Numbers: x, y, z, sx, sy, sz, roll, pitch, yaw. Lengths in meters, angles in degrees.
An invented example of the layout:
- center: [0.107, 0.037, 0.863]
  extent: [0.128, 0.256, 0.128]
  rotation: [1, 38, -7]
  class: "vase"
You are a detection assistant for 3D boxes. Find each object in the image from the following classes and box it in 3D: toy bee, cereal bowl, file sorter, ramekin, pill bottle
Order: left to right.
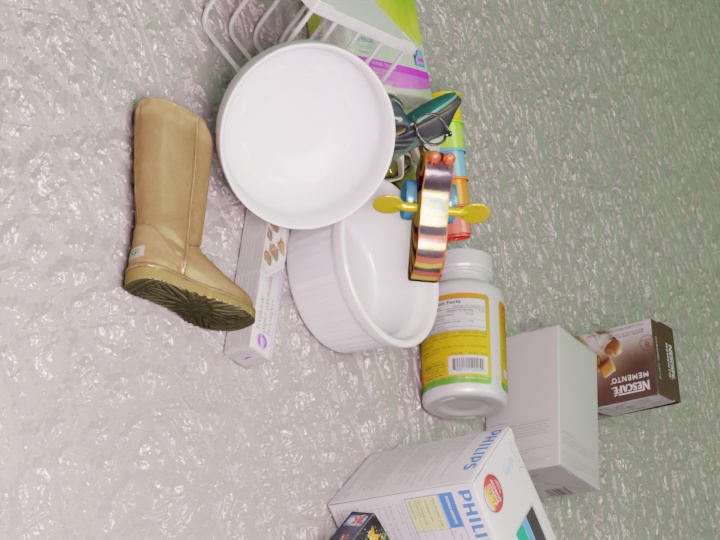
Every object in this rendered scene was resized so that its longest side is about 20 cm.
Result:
- center: [-0.064, -0.153, 1.489]
  extent: [0.201, 0.199, 0.083]
  rotation: [56, -1, -25]
  class: "cereal bowl"
- center: [-0.061, -0.275, 1.585]
  extent: [0.199, 0.125, 0.139]
  rotation: [10, 35, -54]
  class: "file sorter"
- center: [0.000, 0.000, 1.619]
  extent: [0.200, 0.097, 0.204]
  rotation: [29, 54, -49]
  class: "ramekin"
- center: [0.076, -0.092, 1.581]
  extent: [0.109, 0.129, 0.203]
  rotation: [123, -50, -76]
  class: "toy bee"
- center: [0.132, 0.080, 1.772]
  extent: [0.111, 0.110, 0.203]
  rotation: [29, 54, -48]
  class: "pill bottle"

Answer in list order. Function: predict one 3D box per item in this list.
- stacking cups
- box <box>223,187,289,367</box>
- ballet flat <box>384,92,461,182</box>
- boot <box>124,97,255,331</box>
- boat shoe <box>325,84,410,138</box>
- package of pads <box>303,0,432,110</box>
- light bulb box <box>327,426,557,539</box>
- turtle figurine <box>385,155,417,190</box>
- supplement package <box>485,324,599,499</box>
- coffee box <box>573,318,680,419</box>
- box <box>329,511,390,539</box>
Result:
- center: [0.125, -0.144, 1.899]
  extent: [0.060, 0.060, 0.203]
  rotation: [9, 69, -54]
  class: "stacking cups"
- center: [-0.110, 0.005, 1.504]
  extent: [0.039, 0.041, 0.203]
  rotation: [37, 47, -42]
  class: "box"
- center: [0.049, -0.150, 1.682]
  extent: [0.198, 0.073, 0.074]
  rotation: [-29, 103, -25]
  class: "ballet flat"
- center: [-0.168, -0.056, 1.420]
  extent: [0.174, 0.065, 0.203]
  rotation: [31, 51, -47]
  class: "boot"
- center: [-0.035, -0.159, 1.585]
  extent: [0.198, 0.075, 0.062]
  rotation: [-15, 61, -27]
  class: "boat shoe"
- center: [0.011, -0.298, 1.784]
  extent: [0.199, 0.067, 0.157]
  rotation: [0, 78, -57]
  class: "package of pads"
- center: [0.102, 0.304, 1.555]
  extent: [0.125, 0.198, 0.201]
  rotation: [-42, 112, -53]
  class: "light bulb box"
- center: [0.034, -0.126, 1.750]
  extent: [0.162, 0.064, 0.202]
  rotation: [49, 44, -31]
  class: "turtle figurine"
- center: [0.250, 0.198, 1.893]
  extent: [0.119, 0.120, 0.203]
  rotation: [33, 52, -45]
  class: "supplement package"
- center: [0.353, 0.151, 1.993]
  extent: [0.079, 0.198, 0.116]
  rotation: [22, 59, -50]
  class: "coffee box"
- center: [-0.020, 0.373, 1.445]
  extent: [0.200, 0.037, 0.138]
  rotation: [-47, 117, -37]
  class: "box"
